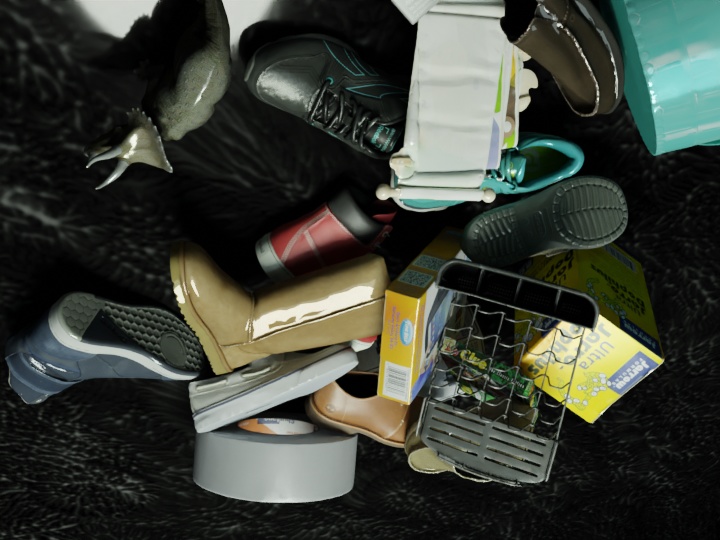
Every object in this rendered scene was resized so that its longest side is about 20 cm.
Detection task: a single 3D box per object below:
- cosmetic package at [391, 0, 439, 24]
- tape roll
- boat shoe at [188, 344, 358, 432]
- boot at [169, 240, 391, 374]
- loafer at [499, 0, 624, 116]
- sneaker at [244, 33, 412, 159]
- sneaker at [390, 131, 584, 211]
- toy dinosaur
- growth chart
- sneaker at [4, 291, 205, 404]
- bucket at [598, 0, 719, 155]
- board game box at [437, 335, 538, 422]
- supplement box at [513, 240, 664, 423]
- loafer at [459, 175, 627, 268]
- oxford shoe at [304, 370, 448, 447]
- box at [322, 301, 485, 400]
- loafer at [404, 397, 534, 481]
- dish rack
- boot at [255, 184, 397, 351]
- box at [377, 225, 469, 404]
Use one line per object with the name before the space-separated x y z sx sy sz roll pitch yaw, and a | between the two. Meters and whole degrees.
cosmetic package | 0.010 -0.285 0.522 0.106 0.091 0.200 -35 132 18
tape roll | -0.103 0.221 0.921 0.196 0.068 0.200 4 178 0
boat shoe | -0.101 0.112 0.838 0.197 0.071 0.071 -24 165 10
boot | -0.069 0.017 0.743 0.196 0.067 0.177 -15 138 0
loafer | 0.150 -0.205 0.629 0.071 0.073 0.201 -40 113 -7
sneaker | -0.003 -0.147 0.662 0.197 0.080 0.076 9 131 -24
sneaker | 0.123 -0.104 0.735 0.196 0.080 0.079 -12 101 -15
toy dinosaur | -0.132 -0.149 0.597 0.199 0.103 0.077 -39 134 22
growth chart | 0.093 -0.154 0.655 0.142 0.018 0.204 5 101 -30
sneaker | -0.280 0.094 0.819 0.145 0.078 0.201 -31 145 25
bucket | 0.280 -0.200 0.616 0.133 0.210 0.208 -17 139 16
board game box | 0.148 0.129 0.852 0.024 0.103 0.200 -62 159 -12
supplement box | 0.242 0.044 0.831 0.109 0.201 0.109 33 121 -8
loafer | 0.186 -0.051 0.782 0.197 0.070 0.077 -11 94 -18
oxford shoe | 0.036 0.161 0.906 0.197 0.072 0.072 14 125 -28
box | 0.060 0.124 0.971 0.197 0.061 0.118 -20 137 1
loafer | 0.110 0.195 0.828 0.075 0.068 0.200 23 146 -19
dish rack | 0.132 0.101 0.722 0.054 0.151 0.204 -5 109 -69
boot | 0.000 0.000 0.820 0.143 0.073 0.200 -31 132 12
box | 0.076 0.036 0.798 0.041 0.200 0.121 15 119 22
